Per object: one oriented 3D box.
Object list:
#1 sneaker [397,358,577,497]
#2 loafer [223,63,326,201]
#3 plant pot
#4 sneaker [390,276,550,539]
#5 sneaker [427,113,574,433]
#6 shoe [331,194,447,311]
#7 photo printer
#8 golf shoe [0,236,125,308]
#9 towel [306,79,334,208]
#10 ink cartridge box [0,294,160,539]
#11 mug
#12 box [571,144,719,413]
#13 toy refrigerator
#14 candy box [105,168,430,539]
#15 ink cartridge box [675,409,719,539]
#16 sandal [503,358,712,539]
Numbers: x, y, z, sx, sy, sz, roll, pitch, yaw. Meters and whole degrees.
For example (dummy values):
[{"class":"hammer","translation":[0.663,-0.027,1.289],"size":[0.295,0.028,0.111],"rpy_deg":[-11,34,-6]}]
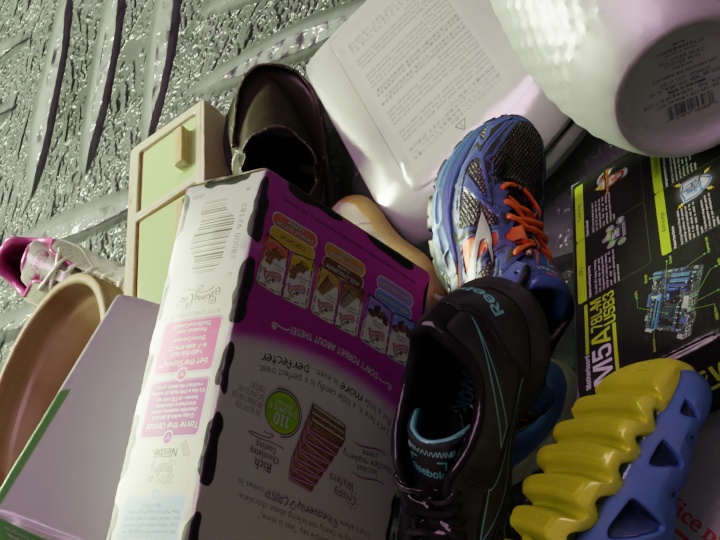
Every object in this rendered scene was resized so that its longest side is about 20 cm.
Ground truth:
[{"class":"sneaker","translation":[0.021,0.083,0.812],"size":[0.199,0.111,0.077],"rpy_deg":[-17,56,35]},{"class":"loafer","translation":[-0.051,-0.075,0.937],"size":[0.071,0.073,0.201],"rpy_deg":[108,162,-47]},{"class":"plant pot","translation":[-0.189,0.110,0.988],"size":[0.201,0.092,0.202],"rpy_deg":[-36,44,43]},{"class":"sneaker","translation":[0.039,0.103,0.672],"size":[0.075,0.079,0.201],"rpy_deg":[8,99,30]},{"class":"sneaker","translation":[0.083,0.005,0.757],"size":[0.078,0.075,0.201],"rpy_deg":[-18,57,45]},{"class":"shoe","translation":[0.000,0.000,0.868],"size":[0.053,0.070,0.200],"rpy_deg":[-23,18,-9]},{"class":"photo printer","translation":[0.062,-0.116,0.918],"size":[0.166,0.069,0.200],"rpy_deg":[-43,46,16]},{"class":"golf shoe","translation":[-0.212,0.019,1.077],"size":[0.200,0.091,0.076],"rpy_deg":[12,73,46]},{"class":"towel","translation":[-0.078,-0.036,1.028],"size":[0.132,0.034,0.201],"rpy_deg":[-30,50,26]},{"class":"ink cartridge box","translation":[-0.119,0.136,0.770],"size":[0.084,0.200,0.146],"rpy_deg":[18,52,10]},{"class":"mug","translation":[0.174,-0.155,0.754],"size":[0.199,0.148,0.176],"rpy_deg":[-12,46,-4]},{"class":"box","translation":[0.198,-0.023,0.709],"size":[0.193,0.048,0.200],"rpy_deg":[-34,25,26]},{"class":"toy refrigerator","translation":[-0.115,-0.019,0.959],"size":[0.076,0.070,0.201],"rpy_deg":[-30,42,25]},{"class":"candy box","translation":[-0.040,0.071,0.687],"size":[0.061,0.136,0.201],"rpy_deg":[-10,60,39]},{"class":"ink cartridge box","translation":[0.154,0.168,0.673],"size":[0.200,0.067,0.116],"rpy_deg":[-55,43,5]},{"class":"sandal","translation":[0.108,0.135,0.626],"size":[0.201,0.087,0.079],"rpy_deg":[-63,8,0]}]
